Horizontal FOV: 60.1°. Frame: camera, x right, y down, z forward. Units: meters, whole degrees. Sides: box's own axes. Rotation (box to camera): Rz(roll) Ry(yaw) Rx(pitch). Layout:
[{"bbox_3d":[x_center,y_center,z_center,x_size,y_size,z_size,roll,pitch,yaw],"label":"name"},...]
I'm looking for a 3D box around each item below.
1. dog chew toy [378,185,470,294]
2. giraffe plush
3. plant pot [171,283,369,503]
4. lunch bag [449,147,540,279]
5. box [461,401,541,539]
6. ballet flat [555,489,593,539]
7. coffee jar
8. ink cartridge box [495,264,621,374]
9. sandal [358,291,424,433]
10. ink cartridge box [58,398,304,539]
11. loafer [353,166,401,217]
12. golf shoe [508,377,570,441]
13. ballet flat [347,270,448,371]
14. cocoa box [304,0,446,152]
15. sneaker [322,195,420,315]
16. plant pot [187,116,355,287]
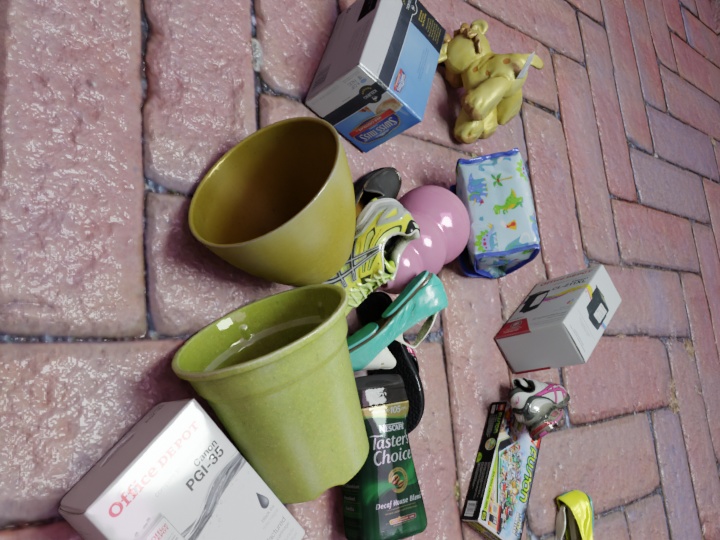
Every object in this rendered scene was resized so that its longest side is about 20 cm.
[{"bbox_3d":[0.079,-0.039,0.910,0.125,0.124,0.200,56,47,-14],"label":"dog chew toy"},{"bbox_3d":[0.207,-0.355,1.119,0.172,0.201,0.162,-27,66,-39],"label":"giraffe plush"},{"bbox_3d":[-0.079,0.142,0.690,0.200,0.199,0.186,-34,111,-42],"label":"plant pot"},{"bbox_3d":[0.219,-0.085,1.040,0.200,0.126,0.172,44,38,-76],"label":"lunch bag"},{"bbox_3d":[0.231,0.327,1.000,0.110,0.035,0.201,41,53,-25],"label":"box"},{"bbox_3d":[0.372,0.485,1.069,0.066,0.067,0.202,4,71,-19],"label":"ballet flat"},{"bbox_3d":[0.020,0.237,0.799,0.103,0.085,0.203,-4,79,-28],"label":"coffee jar"},{"bbox_3d":[0.353,0.086,1.106,0.200,0.145,0.083,-40,102,-42],"label":"ink cartridge box"},{"bbox_3d":[0.050,0.128,0.876,0.045,0.074,0.202,4,70,-60],"label":"sandal"},{"bbox_3d":[-0.173,0.253,0.627,0.201,0.082,0.147,55,49,-15],"label":"ink cartridge box"},{"bbox_3d":[0.016,-0.092,0.907,0.073,0.072,0.201,49,50,-18],"label":"loafer"},{"bbox_3d":[0.299,0.210,1.047,0.092,0.072,0.200,53,18,11],"label":"golf shoe"},{"bbox_3d":[0.039,0.087,0.821,0.200,0.067,0.071,-41,96,-5],"label":"ballet flat"},{"bbox_3d":[0.027,-0.310,0.941,0.131,0.133,0.202,34,57,-30],"label":"cocoa box"},{"bbox_3d":[0.000,0.000,0.808,0.075,0.076,0.201,22,103,-48],"label":"sneaker"},{"bbox_3d":[-0.083,-0.063,0.750,0.142,0.198,0.202,55,45,-44],"label":"plant pot"}]
